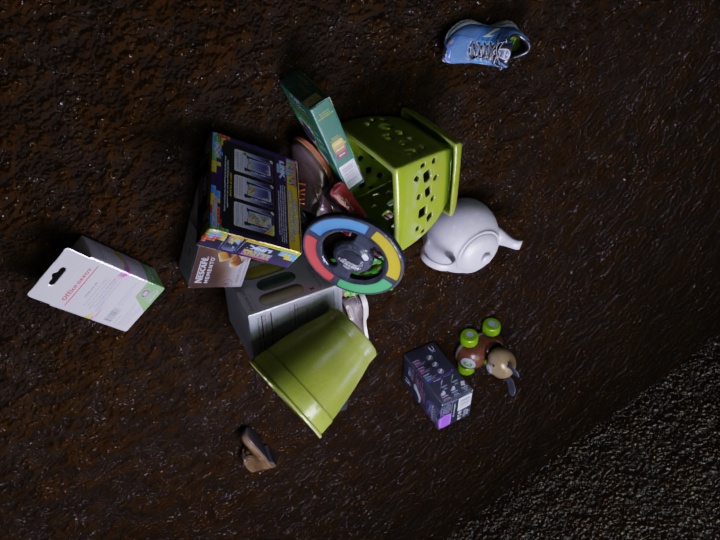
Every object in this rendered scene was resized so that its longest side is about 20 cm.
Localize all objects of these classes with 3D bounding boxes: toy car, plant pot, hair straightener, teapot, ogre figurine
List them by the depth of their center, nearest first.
[{"bbox_3d":[0.000,-0.086,1.204,0.041,0.077,0.200,-49,114,-12],"label":"hair straightener"},{"bbox_3d":[0.082,-0.188,1.248,0.181,0.199,0.201,-26,138,-24],"label":"plant pot"},{"bbox_3d":[-0.077,0.182,1.248,0.193,0.200,0.201,-42,141,-14],"label":"plant pot"},{"bbox_3d":[0.000,0.000,1.386,0.119,0.200,0.098,-12,128,-1],"label":"ogre figurine"},{"bbox_3d":[0.252,-0.064,1.524,0.200,0.146,0.197,-44,139,7],"label":"teapot"},{"bbox_3d":[0.391,0.273,1.897,0.157,0.200,0.165,-23,137,-19],"label":"toy car"}]

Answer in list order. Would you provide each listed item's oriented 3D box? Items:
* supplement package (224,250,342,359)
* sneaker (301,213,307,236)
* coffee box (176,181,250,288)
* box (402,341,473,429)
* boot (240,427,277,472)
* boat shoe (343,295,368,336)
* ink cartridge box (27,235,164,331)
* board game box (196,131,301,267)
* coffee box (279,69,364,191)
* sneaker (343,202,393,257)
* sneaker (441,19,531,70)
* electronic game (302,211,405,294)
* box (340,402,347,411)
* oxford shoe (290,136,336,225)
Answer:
[{"bbox_3d":[-0.158,0.067,1.327,0.199,0.152,0.151,-19,136,-22],"label":"supplement package"},{"bbox_3d":[-0.122,-0.088,1.267,0.199,0.081,0.074,-14,134,-27],"label":"sneaker"},{"bbox_3d":[-0.255,-0.070,1.184,0.114,0.080,0.201,1,126,-38],"label":"coffee box"},{"bbox_3d":[0.212,0.320,1.803,0.106,0.200,0.123,-20,137,-21],"label":"box"},{"bbox_3d":[-0.282,0.477,1.683,0.075,0.074,0.200,-22,140,-4],"label":"boot"},{"bbox_3d":[-0.017,0.136,1.565,0.059,0.072,0.201,-15,131,-17],"label":"boat shoe"},{"bbox_3d":[-0.461,0.019,1.120,0.117,0.067,0.200,-46,141,9],"label":"ink cartridge box"},{"bbox_3d":[-0.185,-0.118,1.080,0.165,0.201,0.057,16,143,-32],"label":"board game box"},{"bbox_3d":[-0.064,-0.243,1.137,0.044,0.123,0.200,-35,138,-6],"label":"coffee box"},{"bbox_3d":[0.057,-0.089,1.377,0.199,0.113,0.071,-13,134,-28],"label":"sneaker"},{"bbox_3d":[0.242,-0.428,1.224,0.199,0.089,0.079,-18,135,-23],"label":"sneaker"},{"bbox_3d":[-0.014,-0.028,1.188,0.201,0.199,0.042,82,24,-46],"label":"electronic game"},{"bbox_3d":[-0.103,0.202,1.457,0.086,0.200,0.164,-14,133,-26],"label":"box"},{"bbox_3d":[-0.091,-0.148,1.192,0.072,0.071,0.201,-37,120,-27],"label":"oxford shoe"}]
